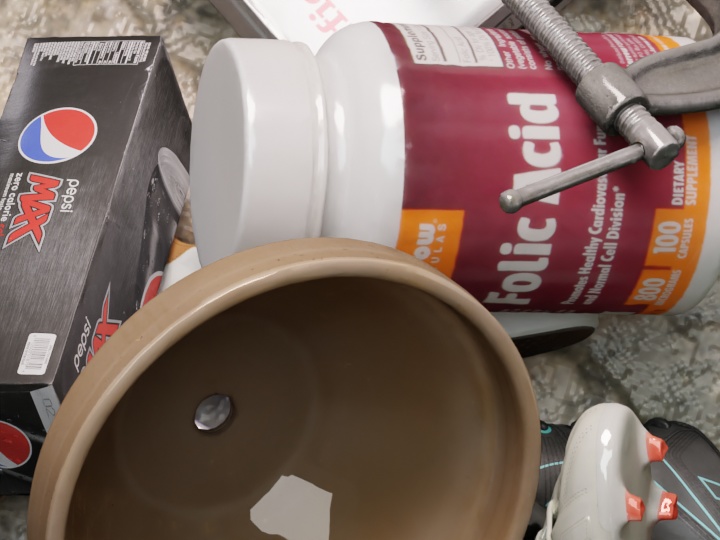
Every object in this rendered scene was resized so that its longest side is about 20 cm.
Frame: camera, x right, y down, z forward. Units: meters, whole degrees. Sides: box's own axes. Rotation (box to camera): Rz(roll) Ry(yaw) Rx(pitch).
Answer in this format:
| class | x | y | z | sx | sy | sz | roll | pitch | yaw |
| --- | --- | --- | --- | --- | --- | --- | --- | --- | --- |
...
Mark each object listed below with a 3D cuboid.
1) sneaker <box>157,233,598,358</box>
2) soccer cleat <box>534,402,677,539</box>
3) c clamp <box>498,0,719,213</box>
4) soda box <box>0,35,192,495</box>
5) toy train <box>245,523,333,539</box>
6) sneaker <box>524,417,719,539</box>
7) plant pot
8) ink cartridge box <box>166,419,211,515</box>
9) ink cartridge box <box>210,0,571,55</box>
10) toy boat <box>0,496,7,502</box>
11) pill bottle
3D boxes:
| class | x | y | z | sx | sy | sz | roll | pitch | yaw |
| --- | --- | --- | --- | --- | --- | --- | --- | --- | --- |
| sneaker | 0.000 | 0.000 | 1.244 | 0.199 | 0.073 | 0.085 | -2 | 79 | 4 |
| soccer cleat | 0.080 | 0.135 | 1.156 | 0.077 | 0.201 | 0.069 | 9 | 38 | 16 |
| c clamp | 0.082 | -0.112 | 1.154 | 0.170 | 0.027 | 0.200 | -12 | 51 | -28 |
| soda box | -0.121 | -0.005 | 1.193 | 0.063 | 0.071 | 0.201 | -1 | 46 | 16 |
| toy train | -0.039 | 0.194 | 1.181 | 0.113 | 0.085 | 0.201 | 17 | 76 | -11 |
| sneaker | 0.100 | 0.097 | 1.225 | 0.199 | 0.075 | 0.080 | 27 | 67 | 1 |
| plant pot | -0.040 | 0.071 | 1.113 | 0.201 | 0.201 | 0.093 | -39 | 36 | -7 |
| ink cartridge box | -0.120 | 0.151 | 1.201 | 0.044 | 0.094 | 0.201 | 27 | 79 | 9 |
| ink cartridge box | 0.028 | -0.165 | 1.280 | 0.200 | 0.086 | 0.148 | -39 | 77 | -7 |
| toy boat | -0.205 | 0.013 | 1.222 | 0.130 | 0.131 | 0.201 | -15 | 75 | -1 |
| pill bottle | 0.039 | -0.040 | 1.170 | 0.199 | 0.114 | 0.115 | 1 | 75 | -16 |
